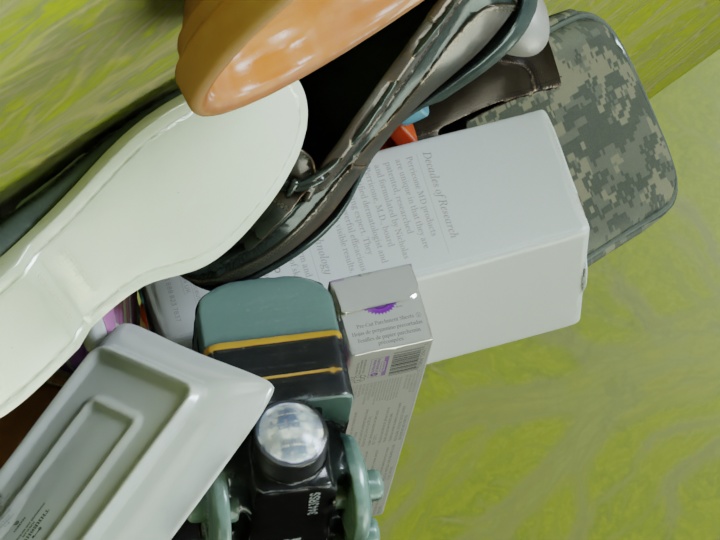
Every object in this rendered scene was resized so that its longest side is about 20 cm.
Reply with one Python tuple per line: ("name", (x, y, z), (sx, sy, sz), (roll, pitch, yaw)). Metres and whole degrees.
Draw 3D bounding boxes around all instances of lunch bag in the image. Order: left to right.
("lunch bag", (0.058, -0.049, 1.504), (0.168, 0.140, 0.200), (-16, -169, 46))

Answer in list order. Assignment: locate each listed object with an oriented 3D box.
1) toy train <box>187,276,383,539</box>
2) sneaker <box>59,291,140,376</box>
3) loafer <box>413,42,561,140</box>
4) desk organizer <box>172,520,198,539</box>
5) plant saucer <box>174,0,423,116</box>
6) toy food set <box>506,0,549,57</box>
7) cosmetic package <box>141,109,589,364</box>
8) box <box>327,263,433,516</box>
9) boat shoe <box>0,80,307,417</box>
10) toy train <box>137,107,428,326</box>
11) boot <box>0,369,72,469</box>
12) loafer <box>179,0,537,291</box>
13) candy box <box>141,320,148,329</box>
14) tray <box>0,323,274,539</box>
("toy train", (-0.039, 0.088, 1.155), (0.085, 0.114, 0.200), (-6, 153, -8))
("sneaker", (-0.143, 0.039, 1.210), (0.088, 0.081, 0.200), (1, 159, -3))
("loafer", (0.019, -0.066, 1.337), (0.200, 0.071, 0.073), (-37, 176, 24))
("desk organizer", (-0.077, 0.082, 1.373), (0.077, 0.072, 0.200), (100, 2, -58))
("plant saucer", (0.017, -0.123, 0.864), (0.200, 0.037, 0.200), (-36, 177, -2))
("toy food set", (0.112, -0.154, 1.143), (0.200, 0.060, 0.143), (-37, 176, 24))
("cosmetic package", (0.000, 0.000, 1.220), (0.200, 0.074, 0.102), (-16, 154, -7))
("box", (-0.001, 0.062, 1.213), (0.041, 0.039, 0.200), (-11, 154, -11))
("boat shoe", (-0.107, -0.020, 1.023), (0.200, 0.073, 0.062), (-41, -138, -21))
("toy train", (-0.047, -0.042, 1.253), (0.200, 0.056, 0.150), (-26, 153, 19))
("boot", (-0.185, 0.119, 1.130), (0.200, 0.074, 0.155), (-7, -147, 34))
("loafer", (-0.018, -0.070, 1.087), (0.200, 0.072, 0.063), (-42, 159, 15))
("candy box", (-0.181, 0.119, 1.518), (0.200, 0.117, 0.056), (-36, 176, 15))
("tray", (-0.128, 0.106, 1.053), (0.107, 0.022, 0.200), (19, -113, 47))
